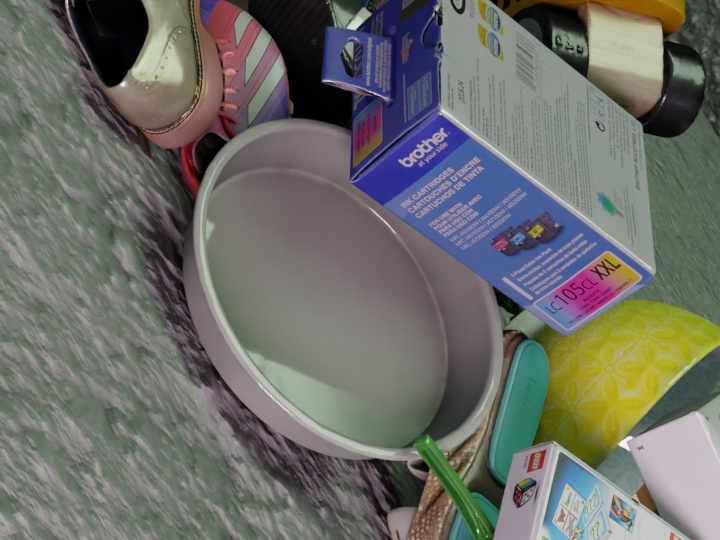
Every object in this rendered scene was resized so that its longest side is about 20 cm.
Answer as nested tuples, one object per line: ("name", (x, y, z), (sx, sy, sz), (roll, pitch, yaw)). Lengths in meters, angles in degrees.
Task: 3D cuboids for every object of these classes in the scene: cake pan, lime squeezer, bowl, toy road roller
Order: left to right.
("cake pan", (-0.013, 0.015, 1.336), (0.200, 0.037, 0.201), (22, 50, -29))
("lime squeezer", (0.070, 0.177, 1.317), (0.071, 0.038, 0.201), (-16, 91, -43))
("toy road roller", (0.118, -0.147, 1.562), (0.123, 0.200, 0.146), (11, 71, -30))
("bowl", (0.121, 0.085, 1.511), (0.108, 0.200, 0.200), (41, 12, 15))

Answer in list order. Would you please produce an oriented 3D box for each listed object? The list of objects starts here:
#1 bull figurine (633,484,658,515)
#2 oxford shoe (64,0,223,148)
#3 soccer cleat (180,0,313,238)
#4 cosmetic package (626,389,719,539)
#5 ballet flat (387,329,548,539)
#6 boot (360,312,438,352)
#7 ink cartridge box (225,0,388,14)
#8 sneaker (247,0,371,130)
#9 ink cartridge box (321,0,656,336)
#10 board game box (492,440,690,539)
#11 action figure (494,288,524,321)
("bull figurine", (0.164, 0.150, 1.707), (0.200, 0.065, 0.121), (66, 9, 5))
("oxford shoe", (-0.130, -0.164, 1.395), (0.074, 0.071, 0.200), (32, 30, -52))
("soccer cleat", (-0.076, -0.086, 1.430), (0.076, 0.067, 0.200), (31, 33, -49))
("cosmetic package", (0.221, 0.170, 1.410), (0.200, 0.051, 0.083), (65, 25, 2))
("ballet flat", (0.053, 0.124, 1.387), (0.071, 0.065, 0.200), (51, 47, -41))
("boot", (0.000, 0.000, 1.478), (0.151, 0.073, 0.200), (56, 23, 13))
("ink cartridge box", (-0.066, -0.227, 1.563), (0.200, 0.147, 0.145), (48, 18, -33))
("sneaker", (0.008, -0.108, 1.488), (0.088, 0.074, 0.200), (-14, 65, -47))
("ink cartridge box", (0.067, -0.075, 1.386), (0.200, 0.076, 0.137), (37, 33, -27))
("board game box", (0.111, 0.205, 1.292), (0.126, 0.035, 0.200), (36, 54, -29))
("action figure", (0.065, -0.014, 1.638), (0.130, 0.069, 0.200), (57, -14, -27))
